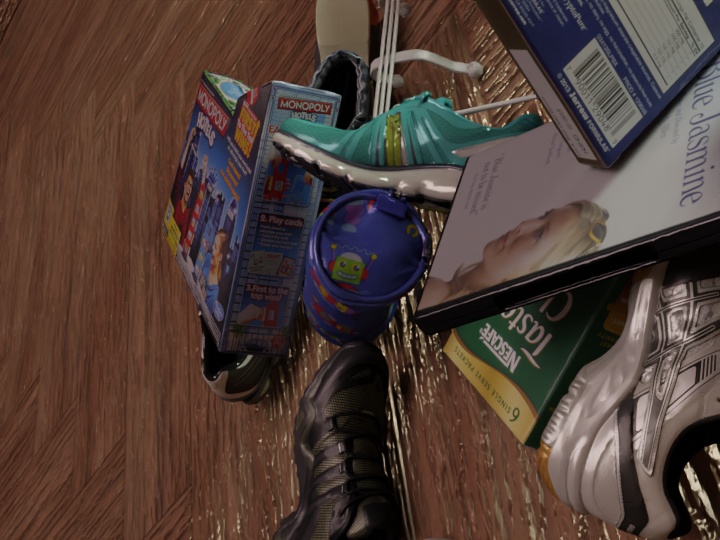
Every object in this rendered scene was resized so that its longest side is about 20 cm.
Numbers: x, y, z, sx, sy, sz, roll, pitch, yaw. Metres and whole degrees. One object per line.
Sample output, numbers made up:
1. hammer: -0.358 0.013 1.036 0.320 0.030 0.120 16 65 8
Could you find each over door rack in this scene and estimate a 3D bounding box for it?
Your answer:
1. over door rack: 0.089 -0.169 0.850 0.198 0.066 0.150 -15 61 44

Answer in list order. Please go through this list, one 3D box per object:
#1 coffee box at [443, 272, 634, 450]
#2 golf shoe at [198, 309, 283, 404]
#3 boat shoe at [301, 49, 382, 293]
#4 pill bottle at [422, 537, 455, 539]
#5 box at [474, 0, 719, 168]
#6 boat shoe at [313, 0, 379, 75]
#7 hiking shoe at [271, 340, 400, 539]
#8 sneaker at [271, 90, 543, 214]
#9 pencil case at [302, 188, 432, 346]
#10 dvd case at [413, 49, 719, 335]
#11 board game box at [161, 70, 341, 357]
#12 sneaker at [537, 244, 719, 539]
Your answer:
1. coffee box: 0.131 -0.003 0.684 0.202 0.043 0.123 -63 29 15
2. golf shoe: -0.096 0.015 1.011 0.076 0.094 0.204 5 80 18
3. boat shoe: -0.031 -0.080 0.943 0.091 0.070 0.204 17 -95 -80
4. pill bottle: 0.025 0.261 0.643 0.202 0.108 0.109 -61 30 16
5. box: 0.156 -0.166 0.587 0.200 0.122 0.032 -44 23 -10
6. boat shoe: -0.015 -0.158 1.022 0.063 0.070 0.204 34 -122 -82
7. hiking shoe: -0.001 0.154 0.814 0.100 0.075 0.204 9 85 47
8. sneaker: 0.035 -0.085 0.796 0.077 0.197 0.081 32 -112 -74
9. pencil case: 0.000 0.000 0.807 0.088 0.077 0.200 -58 -2 -13
10. dvd case: 0.124 -0.045 0.605 0.198 0.018 0.144 -21 33 37
11. board game box: -0.087 -0.072 0.908 0.200 0.061 0.202 54 130 51
12. sneaker: 0.173 0.041 0.575 0.087 0.075 0.202 27 89 32
